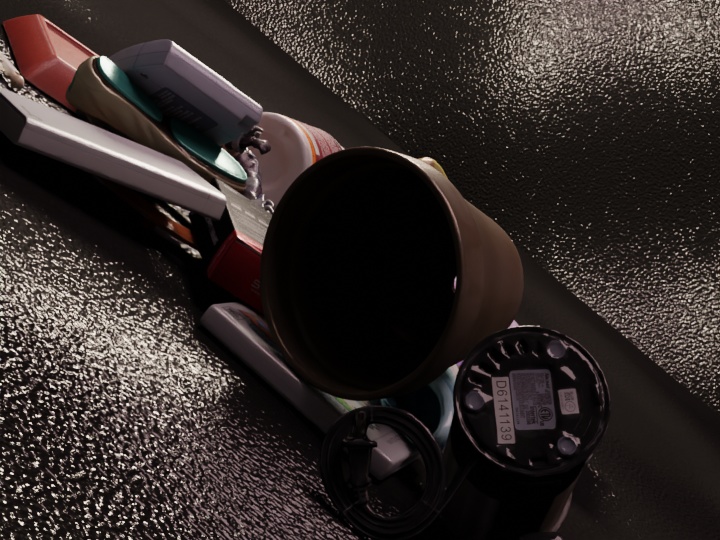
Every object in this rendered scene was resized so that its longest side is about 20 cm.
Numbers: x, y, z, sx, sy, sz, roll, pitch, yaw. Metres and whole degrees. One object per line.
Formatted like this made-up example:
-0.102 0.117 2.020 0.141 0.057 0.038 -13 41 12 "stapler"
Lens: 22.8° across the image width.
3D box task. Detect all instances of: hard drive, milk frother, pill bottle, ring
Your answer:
-0.226 -0.104 1.568 0.199 0.027 0.132 21 9 -32 "hard drive"
0.073 0.151 1.365 0.198 0.182 0.189 13 -27 4 "milk frother"
-0.079 -0.115 2.078 0.114 0.115 0.200 41 10 16 "pill bottle"
-0.197 -0.068 1.691 0.200 0.019 0.201 37 10 -7 "ring"

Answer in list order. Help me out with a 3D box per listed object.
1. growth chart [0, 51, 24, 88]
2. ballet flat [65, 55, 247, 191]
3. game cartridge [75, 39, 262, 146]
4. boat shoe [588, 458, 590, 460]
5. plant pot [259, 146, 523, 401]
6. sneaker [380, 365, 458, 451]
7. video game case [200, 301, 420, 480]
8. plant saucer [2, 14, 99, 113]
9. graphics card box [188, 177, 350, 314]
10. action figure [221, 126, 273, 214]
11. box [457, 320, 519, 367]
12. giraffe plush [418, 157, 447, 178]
-0.414 -0.247 1.707 0.199 0.018 0.145 31 12 -40 "growth chart"
-0.198 -0.126 1.706 0.200 0.070 0.070 39 8 -21 "ballet flat"
-0.197 -0.163 1.758 0.132 0.041 0.199 31 -25 -26 "game cartridge"
0.172 0.144 1.942 0.200 0.070 0.066 48 21 1 "boat shoe"
0.046 0.007 1.479 0.200 0.201 0.173 44 21 30 "plant pot"
0.042 0.091 1.549 0.082 0.074 0.200 35 9 -46 "sneaker"
-0.033 0.096 1.525 0.200 0.024 0.182 40 9 10 "video game case"
-0.284 -0.198 1.919 0.199 0.037 0.200 34 10 -27 "plant saucer"
-0.086 -0.009 1.610 0.125 0.051 0.200 33 10 -19 "graphics card box"
-0.111 -0.077 1.853 0.201 0.069 0.131 -112 -178 -52 "action figure"
0.088 0.071 1.778 0.136 0.039 0.200 -19 51 -29 "box"
0.032 -0.035 2.044 0.199 0.175 0.161 14 -12 -38 "giraffe plush"
